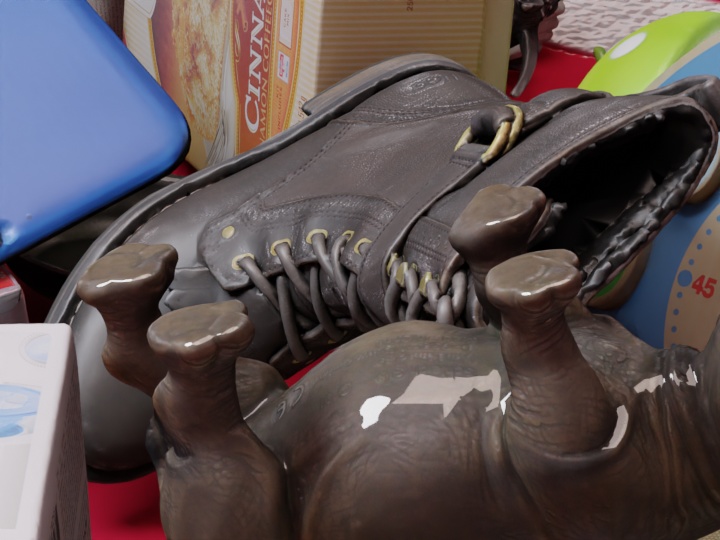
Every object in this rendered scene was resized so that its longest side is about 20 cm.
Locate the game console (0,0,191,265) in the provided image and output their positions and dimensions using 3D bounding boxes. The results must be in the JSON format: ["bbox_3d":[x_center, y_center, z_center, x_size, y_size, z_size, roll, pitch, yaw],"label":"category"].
[{"bbox_3d":[-0.186,-0.036,0.981,0.200,0.119,0.171,-29,6,-26],"label":"game console"}]

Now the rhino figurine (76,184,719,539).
[{"bbox_3d":[0.040,0.029,0.658,0.199,0.088,0.060,-7,30,13],"label":"rhino figurine"}]

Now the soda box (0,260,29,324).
[{"bbox_3d":[-0.168,-0.001,1.005,0.063,0.070,0.200,-19,34,-17],"label":"soda box"}]

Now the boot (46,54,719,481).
[{"bbox_3d":[0.000,0.000,0.875,0.200,0.069,0.174,-42,20,-10],"label":"boot"}]

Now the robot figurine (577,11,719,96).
[{"bbox_3d":[0.149,-0.017,0.975,0.199,0.116,0.176,18,68,26],"label":"robot figurine"}]

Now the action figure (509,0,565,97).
[{"bbox_3d":[0.032,-0.132,1.167,0.102,0.119,0.200,-20,37,-28],"label":"action figure"}]

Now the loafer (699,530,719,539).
[{"bbox_3d":[0.054,0.089,0.853,0.067,0.076,0.200,-25,28,-33],"label":"loafer"}]

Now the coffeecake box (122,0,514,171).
[{"bbox_3d":[-0.019,-0.106,1.058,0.073,0.154,0.200,-3,20,-22],"label":"coffeecake box"}]

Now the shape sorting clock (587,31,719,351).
[{"bbox_3d":[0.134,0.018,0.862,0.200,0.201,0.039,26,3,37],"label":"shape sorting clock"}]

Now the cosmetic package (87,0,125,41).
[{"bbox_3d":[-0.126,-0.130,1.204,0.107,0.085,0.200,12,33,23],"label":"cosmetic package"}]

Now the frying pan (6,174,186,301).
[{"bbox_3d":[-0.055,-0.018,1.068,0.115,0.031,0.190,19,23,27],"label":"frying pan"}]

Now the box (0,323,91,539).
[{"bbox_3d":[-0.180,0.086,0.832,0.199,0.102,0.113,-1,31,0],"label":"box"}]
